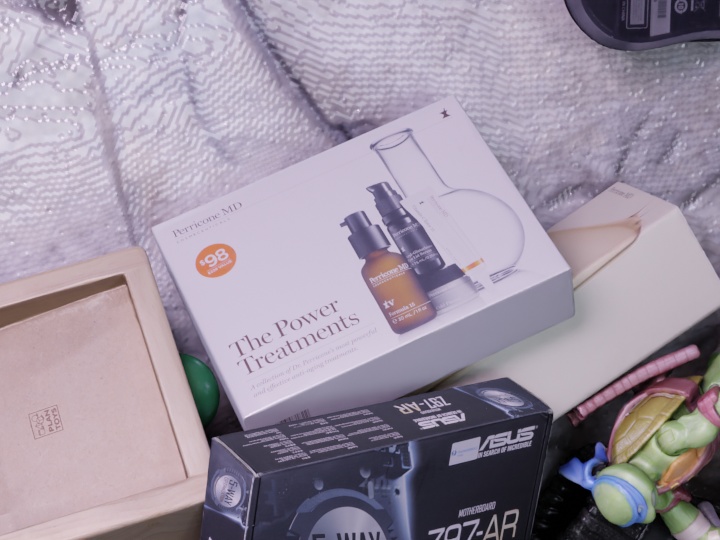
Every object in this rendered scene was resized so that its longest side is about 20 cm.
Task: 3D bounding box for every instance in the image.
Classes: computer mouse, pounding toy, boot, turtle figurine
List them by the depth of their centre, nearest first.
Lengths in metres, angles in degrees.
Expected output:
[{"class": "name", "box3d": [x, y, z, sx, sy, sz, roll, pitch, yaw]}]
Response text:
[{"class": "pounding toy", "box3d": [-0.146, 0.109, 0.993, 0.200, 0.142, 0.184, -16, 65, -10]}, {"class": "turtle figurine", "box3d": [0.238, 0.105, 1.058, 0.194, 0.200, 0.144, -51, 134, -37]}, {"class": "computer mouse", "box3d": [0.201, -0.175, 1.080, 0.200, 0.053, 0.139, 0, 103, -25]}, {"class": "boot", "box3d": [0.168, 0.227, 1.137, 0.158, 0.079, 0.211, 20, 86, -24]}]

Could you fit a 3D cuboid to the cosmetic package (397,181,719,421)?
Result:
[{"class": "cosmetic package", "box3d": [0.109, 0.036, 1.072, 0.200, 0.104, 0.073, -35, 107, -6]}]

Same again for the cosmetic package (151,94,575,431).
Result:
[{"class": "cosmetic package", "box3d": [0.000, 0.000, 1.015, 0.200, 0.151, 0.052, -25, 142, -8]}]

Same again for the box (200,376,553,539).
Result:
[{"class": "box", "box3d": [0.006, 0.152, 0.965, 0.200, 0.044, 0.160, -8, 118, -35]}]
